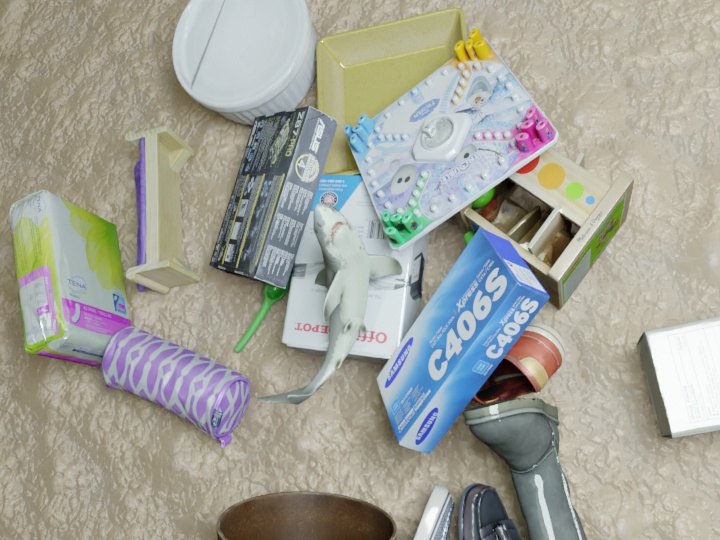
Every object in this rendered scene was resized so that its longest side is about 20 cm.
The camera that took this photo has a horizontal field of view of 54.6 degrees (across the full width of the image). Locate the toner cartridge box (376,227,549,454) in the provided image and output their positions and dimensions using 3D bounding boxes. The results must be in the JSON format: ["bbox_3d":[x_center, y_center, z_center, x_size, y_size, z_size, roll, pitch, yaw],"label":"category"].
[{"bbox_3d":[0.091,0.070,0.678,0.203,0.042,0.096,-58,28,22],"label":"toner cartridge box"}]

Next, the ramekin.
[{"bbox_3d":[-0.145,-0.292,0.936,0.196,0.094,0.209,-4,75,16],"label":"ramekin"}]

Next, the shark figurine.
[{"bbox_3d":[-0.035,0.042,0.744,0.088,0.126,0.221,21,101,46],"label":"shark figurine"}]

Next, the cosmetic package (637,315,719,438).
[{"bbox_3d":[0.378,0.092,0.666,0.194,0.087,0.107,-12,73,14],"label":"cosmetic package"}]

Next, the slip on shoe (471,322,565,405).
[{"bbox_3d":[0.119,0.104,0.713,0.075,0.198,0.061,51,53,-13],"label":"slip on shoe"}]

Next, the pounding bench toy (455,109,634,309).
[{"bbox_3d":[0.166,-0.038,0.750,0.155,0.124,0.202,37,89,23],"label":"pounding bench toy"}]

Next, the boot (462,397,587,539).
[{"bbox_3d":[0.167,0.229,0.659,0.071,0.179,0.206,-18,66,36],"label":"boot"}]

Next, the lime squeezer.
[{"bbox_3d":[-0.115,0.003,0.879,0.068,0.038,0.207,5,78,19],"label":"lime squeezer"}]

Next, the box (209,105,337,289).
[{"bbox_3d":[-0.110,-0.089,0.844,0.160,0.048,0.206,8,80,60],"label":"box"}]

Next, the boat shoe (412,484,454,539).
[{"bbox_3d":[0.085,0.333,0.714,0.090,0.075,0.206,16,88,13],"label":"boat shoe"}]

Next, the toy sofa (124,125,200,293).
[{"bbox_3d":[-0.277,-0.078,0.929,0.095,0.083,0.206,-10,73,14],"label":"toy sofa"}]

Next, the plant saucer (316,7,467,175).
[{"bbox_3d":[0.044,-0.211,0.871,0.194,0.049,0.206,-7,70,14],"label":"plant saucer"}]

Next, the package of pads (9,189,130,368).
[{"bbox_3d":[-0.369,0.015,0.895,0.067,0.154,0.205,-20,70,11],"label":"package of pads"}]

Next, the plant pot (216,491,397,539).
[{"bbox_3d":[-0.057,0.356,0.706,0.181,0.186,0.207,3,91,18],"label":"plant pot"}]

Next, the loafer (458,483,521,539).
[{"bbox_3d":[0.147,0.314,0.685,0.062,0.070,0.207,-23,72,51],"label":"loafer"}]

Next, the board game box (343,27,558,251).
[{"bbox_3d":[0.083,-0.147,0.747,0.197,0.026,0.203,-34,46,14],"label":"board game box"}]

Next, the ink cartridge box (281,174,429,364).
[{"bbox_3d":[0.000,0.000,0.816,0.141,0.084,0.206,4,77,19],"label":"ink cartridge box"}]

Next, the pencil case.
[{"bbox_3d":[-0.227,0.139,0.860,0.196,0.083,0.088,21,106,23],"label":"pencil case"}]
